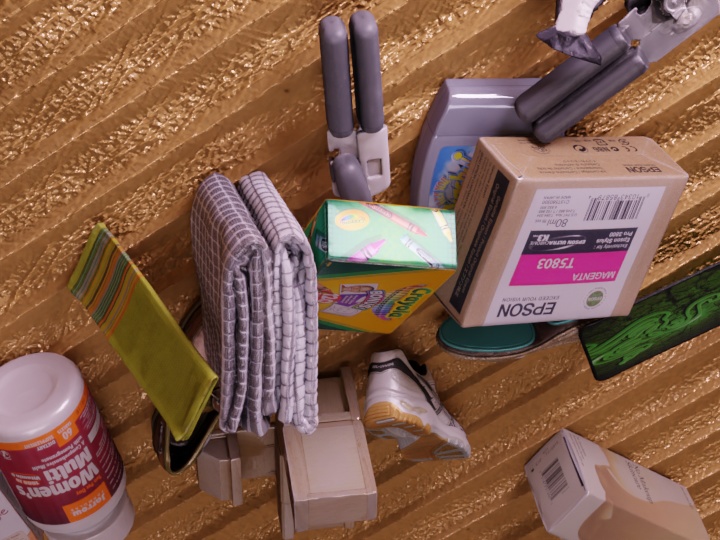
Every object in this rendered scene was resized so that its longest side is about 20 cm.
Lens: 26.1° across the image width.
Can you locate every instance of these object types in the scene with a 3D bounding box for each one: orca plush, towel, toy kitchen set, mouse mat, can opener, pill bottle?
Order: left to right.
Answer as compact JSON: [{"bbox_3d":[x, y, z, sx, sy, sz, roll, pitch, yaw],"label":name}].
[{"bbox_3d":[-0.293,0.185,1.512,0.109,0.110,0.200,-16,129,0],"label":"pill bottle"},{"bbox_3d":[-0.197,0.053,1.380,0.018,0.200,0.086,-13,142,-41],"label":"towel"},{"bbox_3d":[-0.100,0.031,1.372,0.085,0.166,0.201,-6,114,-17],"label":"towel"},{"bbox_3d":[-0.078,0.232,1.553,0.162,0.181,0.201,-5,129,-7],"label":"toy kitchen set"},{"bbox_3d":[-0.002,-0.127,1.346,0.053,0.067,0.200,-10,137,-5],"label":"can opener"},{"bbox_3d":[0.222,-0.194,1.352,0.200,0.067,0.053,-36,117,17],"label":"can opener"},{"bbox_3d":[0.224,-0.270,1.290,0.071,0.105,0.201,-7,113,-58],"label":"orca plush"},{"bbox_3d":[0.318,0.046,1.561,0.199,0.008,0.161,-25,153,5],"label":"mouse mat"}]

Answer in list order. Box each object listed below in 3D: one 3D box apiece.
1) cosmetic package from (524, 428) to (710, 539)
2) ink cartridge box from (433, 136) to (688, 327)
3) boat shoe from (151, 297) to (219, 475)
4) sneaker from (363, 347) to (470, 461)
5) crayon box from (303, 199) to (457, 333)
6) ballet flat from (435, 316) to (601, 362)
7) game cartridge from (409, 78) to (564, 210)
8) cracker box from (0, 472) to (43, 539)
[{"bbox_3d":[0.285,0.262,1.708,0.200,0.105,0.071,26,119,-30],"label":"cosmetic package"},{"bbox_3d":[0.180,-0.036,1.419,0.199,0.075,0.165,-4,127,-30],"label":"ink cartridge box"},{"bbox_3d":[-0.152,0.114,1.513,0.072,0.068,0.201,9,124,-16],"label":"boat shoe"},{"bbox_3d":[0.063,0.138,1.580,0.075,0.088,0.200,-9,155,18],"label":"sneaker"},{"bbox_3d":[0.000,0.000,1.402,0.118,0.059,0.200,4,160,-15],"label":"crayon box"},{"bbox_3d":[0.175,0.059,1.549,0.199,0.071,0.065,-13,146,2],"label":"ballet flat"},{"bbox_3d":[0.114,-0.085,1.437,0.133,0.041,0.201,0,128,-8],"label":"game cartridge"},{"bbox_3d":[-0.420,0.224,1.548,0.133,0.058,0.200,-21,129,4],"label":"cracker box"}]
